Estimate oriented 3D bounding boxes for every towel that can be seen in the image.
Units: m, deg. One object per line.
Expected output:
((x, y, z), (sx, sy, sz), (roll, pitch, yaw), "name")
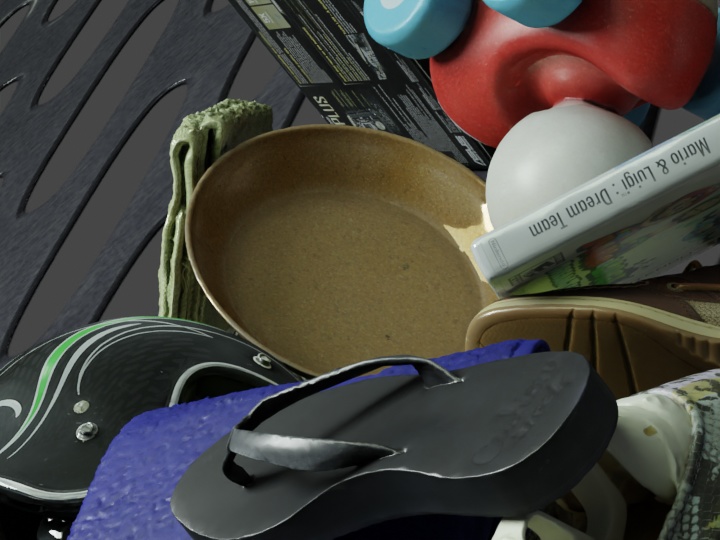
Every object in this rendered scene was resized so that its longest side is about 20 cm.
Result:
((-0.089, -0.030, 1.160), (0.036, 0.149, 0.200), (9, 11, 6), "towel")
((-0.023, 0.102, 0.732), (0.199, 0.050, 0.148), (-11, 37, 28), "towel")

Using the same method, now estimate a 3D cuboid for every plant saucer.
((0.000, 0.000, 1.054), (0.201, 0.199, 0.036), (-66, -5, -45), "plant saucer")

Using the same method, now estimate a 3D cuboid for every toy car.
((0.104, -0.064, 1.037), (0.176, 0.184, 0.201), (-9, 66, 49), "toy car")

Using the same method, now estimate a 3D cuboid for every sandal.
((0.003, 0.054, 0.662), (0.200, 0.043, 0.076), (-18, 29, 45), "sandal")

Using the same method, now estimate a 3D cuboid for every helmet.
((-0.110, 0.115, 0.952), (0.199, 0.201, 0.191), (-18, 15, 39), "helmet")

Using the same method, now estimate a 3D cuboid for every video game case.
((0.144, -0.029, 0.871), (0.181, 0.024, 0.200), (-27, -13, 5), "video game case")

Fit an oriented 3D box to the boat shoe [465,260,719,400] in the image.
((0.146, 0.034, 0.812), (0.199, 0.073, 0.072), (2, 27, 16), "boat shoe")

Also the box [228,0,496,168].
((0.012, -0.165, 1.246), (0.086, 0.200, 0.163), (-50, 25, -20), "box")

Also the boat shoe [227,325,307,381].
((-0.054, 0.073, 1.097), (0.200, 0.071, 0.064), (-56, 27, -17), "boat shoe")

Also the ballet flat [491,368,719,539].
((0.076, 0.088, 0.624), (0.072, 0.072, 0.201), (-13, 34, 45), "ballet flat")
